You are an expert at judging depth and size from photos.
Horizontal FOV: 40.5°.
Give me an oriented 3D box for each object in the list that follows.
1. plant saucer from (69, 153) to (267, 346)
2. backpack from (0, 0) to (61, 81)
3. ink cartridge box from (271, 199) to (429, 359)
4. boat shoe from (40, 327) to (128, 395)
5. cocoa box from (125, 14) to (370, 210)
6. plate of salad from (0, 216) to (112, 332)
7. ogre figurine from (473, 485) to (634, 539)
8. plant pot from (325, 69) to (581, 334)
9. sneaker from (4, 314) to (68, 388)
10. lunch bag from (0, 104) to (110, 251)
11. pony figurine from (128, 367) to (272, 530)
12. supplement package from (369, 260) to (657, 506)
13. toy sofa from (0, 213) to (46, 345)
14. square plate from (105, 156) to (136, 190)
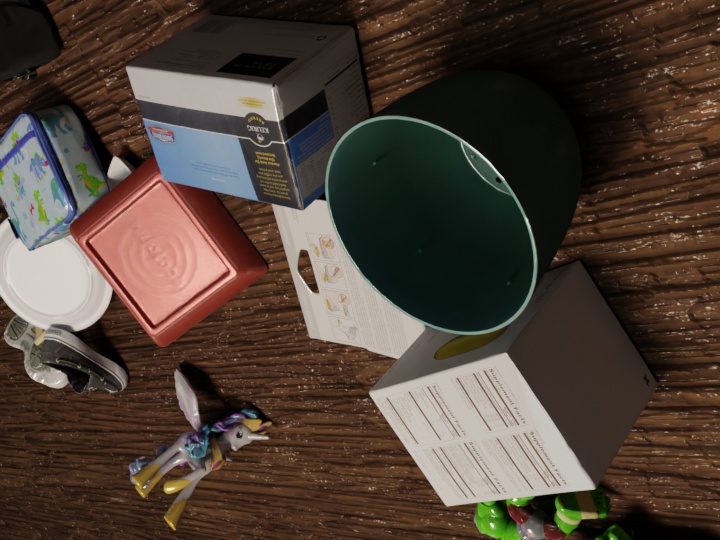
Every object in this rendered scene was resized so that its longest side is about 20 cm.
[{"bbox_3d":[-0.249,-0.022,1.221,0.199,0.037,0.201,-34,99,23],"label":"plant saucer"},{"bbox_3d":[-0.499,-0.299,1.210,0.198,0.162,0.156,9,120,46],"label":"backpack"},{"bbox_3d":[0.000,0.000,1.074,0.174,0.045,0.202,12,129,35],"label":"ink cartridge box"},{"bbox_3d":[-0.440,0.162,1.549,0.069,0.067,0.201,3,152,20],"label":"boat shoe"},{"bbox_3d":[-0.106,-0.160,0.963,0.198,0.133,0.133,14,132,34],"label":"cocoa box"},{"bbox_3d":[-0.464,-0.001,1.474,0.197,0.048,0.203,3,114,8],"label":"plate of salad"},{"bbox_3d":[0.196,0.279,1.089,0.197,0.099,0.121,18,127,7],"label":"ogre figurine"},{"bbox_3d":[0.096,-0.074,0.827,0.199,0.161,0.203,25,136,26],"label":"plant pot"},{"bbox_3d":[-0.520,0.140,1.647,0.200,0.078,0.099,39,177,44],"label":"sneaker"},{"bbox_3d":[-0.426,-0.126,1.318,0.199,0.082,0.163,-20,93,50],"label":"lunch bag"},{"bbox_3d":[-0.244,0.260,1.438,0.192,0.199,0.168,23,146,49],"label":"pony figurine"},{"bbox_3d":[0.147,0.115,0.950,0.199,0.152,0.152,-24,105,50],"label":"supplement package"},{"bbox_3d":[-0.534,0.010,1.565,0.083,0.098,0.200,-40,93,27],"label":"toy sofa"},{"bbox_3d":[-0.276,-0.035,1.315,0.200,0.028,0.198,44,141,3],"label":"square plate"}]
